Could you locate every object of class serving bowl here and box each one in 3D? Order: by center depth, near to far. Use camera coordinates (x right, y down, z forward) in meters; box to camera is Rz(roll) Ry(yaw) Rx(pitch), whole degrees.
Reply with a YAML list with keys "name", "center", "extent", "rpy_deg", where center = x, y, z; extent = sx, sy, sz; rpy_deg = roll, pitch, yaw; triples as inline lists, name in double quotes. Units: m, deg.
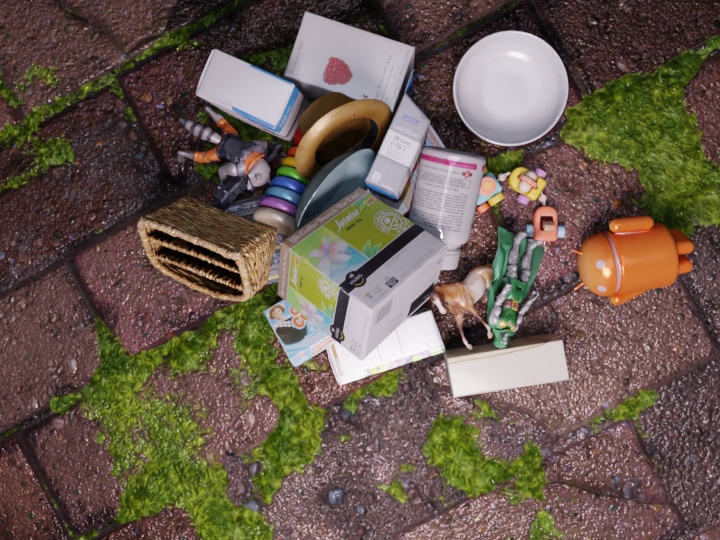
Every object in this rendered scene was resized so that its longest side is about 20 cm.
- name: "serving bowl"
  center: [0.262, -0.318, 1.247]
  extent: [0.200, 0.066, 0.201]
  rpy_deg: [0, 91, 3]

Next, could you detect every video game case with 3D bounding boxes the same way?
- name: "video game case"
  center: [0.068, -0.176, 1.285]
  extent: [0.200, 0.017, 0.143]
  rpy_deg: [-33, 89, 3]

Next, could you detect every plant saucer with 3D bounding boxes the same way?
- name: "plant saucer"
  center: [-0.052, -0.132, 1.181]
  extent: [0.039, 0.201, 0.201]
  rpy_deg: [39, 93, 13]

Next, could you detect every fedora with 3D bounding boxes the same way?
- name: "fedora"
  center: [-0.041, -0.238, 1.174]
  extent: [0.200, 0.201, 0.082]
  rpy_deg: [-35, 72, 3]

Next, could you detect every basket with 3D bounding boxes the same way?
- name: "basket"
  center: [-0.264, -0.019, 1.181]
  extent: [0.200, 0.149, 0.143]
  rpy_deg: [20, 115, 9]

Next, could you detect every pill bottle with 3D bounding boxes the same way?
- name: "pill bottle"
  center: [0.144, -0.109, 1.222]
  extent: [0.113, 0.113, 0.200]
  rpy_deg: [11, 103, 3]

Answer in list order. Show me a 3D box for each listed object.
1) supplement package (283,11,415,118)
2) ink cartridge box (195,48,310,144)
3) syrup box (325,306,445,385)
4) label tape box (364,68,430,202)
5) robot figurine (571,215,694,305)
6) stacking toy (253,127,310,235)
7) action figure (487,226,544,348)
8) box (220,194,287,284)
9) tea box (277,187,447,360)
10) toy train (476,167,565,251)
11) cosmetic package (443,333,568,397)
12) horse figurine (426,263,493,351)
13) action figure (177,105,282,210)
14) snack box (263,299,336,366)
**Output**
- name: "supplement package"
  center: [-0.017, -0.353, 1.236]
  extent: [0.200, 0.120, 0.121]
  rpy_deg: [19, 92, 3]
- name: "ink cartridge box"
  center: [-0.176, -0.294, 1.206]
  extent: [0.146, 0.200, 0.086]
  rpy_deg: [24, 94, 3]
- name: "syrup box"
  center: [0.044, 0.135, 1.260]
  extent: [0.200, 0.079, 0.082]
  rpy_deg: [-19, 90, 3]
- name: "label tape box"
  center: [0.077, -0.224, 1.202]
  extent: [0.063, 0.144, 0.200]
  rpy_deg: [24, 92, 3]
- name: "robot figurine"
  center: [0.468, -0.017, 1.215]
  extent: [0.200, 0.144, 0.117]
  rpy_deg: [-10, 68, 3]
- name: "stacking toy"
  center: [-0.116, -0.167, 1.227]
  extent: [0.085, 0.085, 0.200]
  rpy_deg: [18, 77, 3]
- name: "action figure"
  center: [0.264, 0.037, 1.208]
  extent: [0.118, 0.055, 0.200]
  rpy_deg: [18, 83, -27]
- name: "box"
  center: [-0.156, -0.060, 1.284]
  extent: [0.200, 0.049, 0.162]
  rpy_deg: [-14, 88, 3]
- name: "tea box"
  center: [0.000, 0.000, 1.154]
  extent: [0.197, 0.134, 0.200]
  rpy_deg: [35, 52, 21]
- name: "toy train"
  center: [0.272, -0.114, 1.255]
  extent: [0.200, 0.056, 0.151]
  rpy_deg: [6, 91, 3]
- name: "cosmetic package"
  center: [0.253, 0.166, 1.236]
  extent: [0.200, 0.104, 0.073]
  rpy_deg: [-11, 91, 3]
- name: "horse figurine"
  center: [0.212, 0.045, 1.235]
  extent: [0.200, 0.050, 0.133]
  rpy_deg: [-36, 95, -27]
- name: "action figure"
  center: [-0.247, -0.193, 1.250]
  extent: [0.193, 0.105, 0.200]
  rpy_deg: [28, 73, 20]
- name: "snack box"
  center: [-0.060, 0.070, 1.244]
  extent: [0.200, 0.037, 0.116]
  rpy_deg: [-31, 55, -6]
